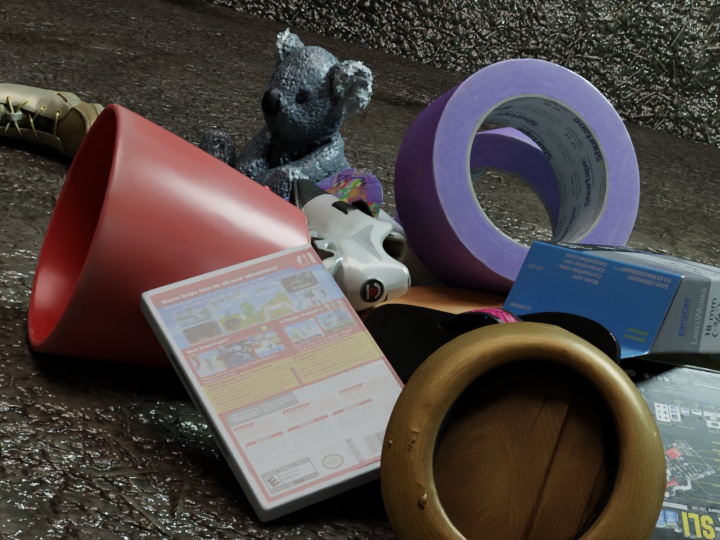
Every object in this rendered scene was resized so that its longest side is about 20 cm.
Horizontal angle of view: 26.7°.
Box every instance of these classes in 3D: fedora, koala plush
[{"bbox_3d":[0.103,0.136,1.010,0.199,0.202,0.082,15,-25,0],"label":"fedora"},{"bbox_3d":[-0.070,-0.170,1.770,0.183,0.202,0.177,-2,22,-46],"label":"koala plush"}]

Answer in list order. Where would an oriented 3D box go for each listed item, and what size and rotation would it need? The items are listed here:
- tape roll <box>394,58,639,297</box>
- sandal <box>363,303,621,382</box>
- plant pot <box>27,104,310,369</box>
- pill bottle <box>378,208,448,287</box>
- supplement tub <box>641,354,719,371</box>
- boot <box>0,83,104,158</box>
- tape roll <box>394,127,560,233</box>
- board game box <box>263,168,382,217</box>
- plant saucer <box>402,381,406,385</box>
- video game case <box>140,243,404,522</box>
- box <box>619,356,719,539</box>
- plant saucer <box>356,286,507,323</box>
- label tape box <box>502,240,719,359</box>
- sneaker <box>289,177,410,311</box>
[{"bbox_3d":[0.135,-0.075,1.313,0.198,0.202,0.085,8,-13,-21],"label":"tape roll"},{"bbox_3d":[0.085,0.059,1.086,0.198,0.076,0.045,5,-14,23],"label":"sandal"},{"bbox_3d":[-0.146,-0.009,1.201,0.176,0.202,0.200,18,13,-21],"label":"plant pot"},{"bbox_3d":[0.000,0.000,1.411,0.112,0.114,0.200,7,18,-24],"label":"pill bottle"},{"bbox_3d":[0.298,0.094,1.302,0.144,0.146,0.200,2,20,-38],"label":"supplement tub"},{"bbox_3d":[-0.380,-0.172,1.731,0.154,0.073,0.200,6,16,-30],"label":"boot"},{"bbox_3d":[0.138,-0.035,1.469,0.199,0.202,0.085,21,18,22],"label":"tape roll"},{"bbox_3d":[-0.076,-0.041,1.385,0.199,0.039,0.158,-26,30,13],"label":"board game box"},{"bbox_3d":[0.046,0.098,1.172,0.198,0.048,0.200,1,15,-19],"label":"plant saucer"},{"bbox_3d":[-0.051,0.073,1.073,0.142,0.018,0.201,-17,55,-26],"label":"video game case"},{"bbox_3d":[0.241,0.147,1.103,0.198,0.049,0.161,10,54,-15],"label":"box"},{"bbox_3d":[0.082,0.049,1.217,0.198,0.033,0.200,5,14,-1],"label":"plant saucer"},{"bbox_3d":[0.204,0.020,1.178,0.144,0.064,0.199,16,9,43],"label":"label tape box"},{"bbox_3d":[-0.011,-0.020,1.258,0.088,0.075,0.200,-5,29,-13],"label":"sneaker"}]
